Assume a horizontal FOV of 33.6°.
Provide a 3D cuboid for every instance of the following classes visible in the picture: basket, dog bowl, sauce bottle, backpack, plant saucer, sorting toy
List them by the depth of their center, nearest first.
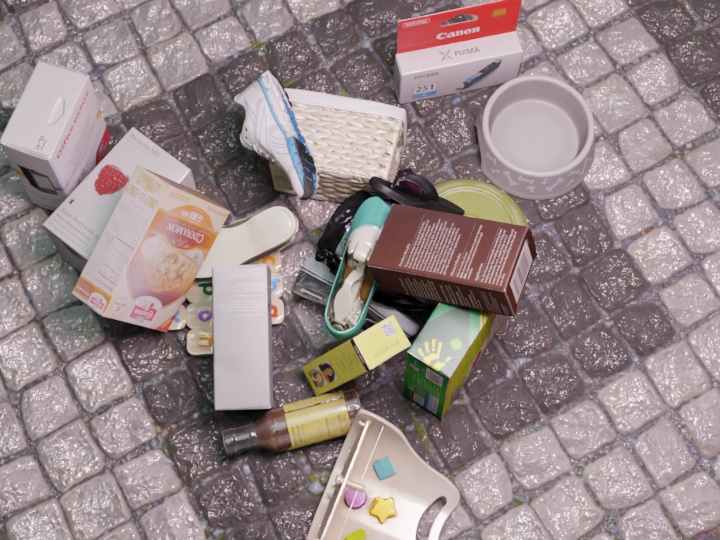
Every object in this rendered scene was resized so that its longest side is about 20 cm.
[{"bbox_3d":[0.038,0.324,1.624,0.178,0.107,0.202,23,69,1],"label":"sorting toy"},{"bbox_3d":[-0.095,0.217,1.678,0.197,0.065,0.066,-13,69,-4],"label":"sauce bottle"},{"bbox_3d":[0.052,-0.030,1.712,0.198,0.167,0.128,29,113,7],"label":"backpack"},{"bbox_3d":[-0.037,-0.179,1.801,0.197,0.136,0.125,11,72,5],"label":"basket"},{"bbox_3d":[0.161,-0.053,1.805,0.197,0.031,0.203,0,69,-1],"label":"plant saucer"},{"bbox_3d":[0.273,-0.214,1.855,0.197,0.059,0.203,0,68,-1],"label":"dog bowl"}]

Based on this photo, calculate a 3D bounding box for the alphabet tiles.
[{"bbox_3d":[-0.212,0.029,1.779,0.192,0.015,0.203,-4,68,-1],"label":"alphabet tiles"}]

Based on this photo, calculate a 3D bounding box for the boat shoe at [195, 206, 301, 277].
[{"bbox_3d":[-0.180,-0.038,1.762,0.199,0.060,0.073,-20,83,12],"label":"boat shoe"}]

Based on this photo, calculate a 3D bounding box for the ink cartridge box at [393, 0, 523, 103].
[{"bbox_3d":[0.152,-0.335,1.839,0.197,0.177,0.045,-12,69,-5],"label":"ink cartridge box"}]

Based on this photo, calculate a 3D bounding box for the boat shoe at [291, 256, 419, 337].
[{"bbox_3d":[-0.009,0.056,1.749,0.198,0.072,0.072,30,89,14],"label":"boat shoe"}]

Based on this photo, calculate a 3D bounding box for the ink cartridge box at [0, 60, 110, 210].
[{"bbox_3d":[-0.446,-0.192,1.766,0.084,0.200,0.149,16,68,6],"label":"ink cartridge box"}]

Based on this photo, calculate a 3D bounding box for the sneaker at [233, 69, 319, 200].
[{"bbox_3d":[-0.124,-0.181,1.710,0.086,0.075,0.202,-27,70,11],"label":"sneaker"}]

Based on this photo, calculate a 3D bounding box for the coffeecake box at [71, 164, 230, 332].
[{"bbox_3d":[-0.293,-0.027,1.683,0.073,0.153,0.202,30,94,28],"label":"coffeecake box"}]

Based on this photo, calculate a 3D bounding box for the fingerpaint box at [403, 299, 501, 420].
[{"bbox_3d":[0.131,0.094,1.655,0.073,0.200,0.168,31,72,12],"label":"fingerpaint box"}]

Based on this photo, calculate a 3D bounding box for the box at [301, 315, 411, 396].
[{"bbox_3d":[-0.009,0.119,1.637,0.075,0.200,0.051,-29,87,-27],"label":"box"}]

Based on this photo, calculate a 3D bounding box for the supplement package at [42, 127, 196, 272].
[{"bbox_3d":[-0.349,-0.084,1.767,0.121,0.120,0.201,35,72,13],"label":"supplement package"}]

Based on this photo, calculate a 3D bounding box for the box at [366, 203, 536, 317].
[{"bbox_3d":[0.119,-0.014,1.556,0.198,0.075,0.101,13,64,25],"label":"box"}]

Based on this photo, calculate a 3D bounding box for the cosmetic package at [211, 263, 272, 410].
[{"bbox_3d":[-0.164,0.096,1.678,0.089,0.107,0.203,-4,87,-2],"label":"cosmetic package"}]

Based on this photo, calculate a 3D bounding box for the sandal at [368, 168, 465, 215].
[{"bbox_3d":[0.083,-0.117,1.720,0.075,0.199,0.048,36,105,36],"label":"sandal"}]

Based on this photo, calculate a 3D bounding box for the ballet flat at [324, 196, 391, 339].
[{"bbox_3d":[0.000,0.000,1.619,0.066,0.070,0.203,18,97,5],"label":"ballet flat"}]
